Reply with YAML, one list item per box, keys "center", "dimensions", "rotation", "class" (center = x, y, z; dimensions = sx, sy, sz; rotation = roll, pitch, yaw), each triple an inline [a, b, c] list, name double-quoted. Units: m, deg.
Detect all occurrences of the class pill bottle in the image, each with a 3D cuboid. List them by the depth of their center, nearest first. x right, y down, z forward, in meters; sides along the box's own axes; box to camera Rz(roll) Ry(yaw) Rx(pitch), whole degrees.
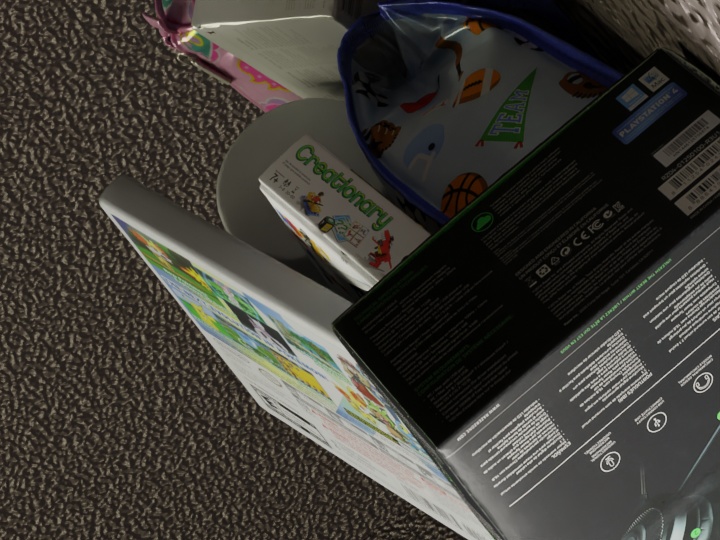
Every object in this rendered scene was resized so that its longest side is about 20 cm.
- center: [0.000, 0.000, 1.255]
  dimensions: [0.120, 0.119, 0.200]
  rotation: [50, 175, 32]
  class: "pill bottle"

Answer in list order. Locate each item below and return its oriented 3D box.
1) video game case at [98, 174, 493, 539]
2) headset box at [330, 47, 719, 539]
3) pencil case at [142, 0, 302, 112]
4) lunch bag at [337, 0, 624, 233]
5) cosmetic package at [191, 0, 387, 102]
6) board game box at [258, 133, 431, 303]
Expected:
- center: [-0.016, 0.048, 1.115]
  dimensions: [0.199, 0.022, 0.183]
  rotation: [29, 162, 41]
  class: "video game case"
- center: [0.117, 0.048, 0.960]
  dimensions: [0.200, 0.174, 0.093]
  rotation: [52, 177, -41]
  class: "headset box"
- center: [-0.030, -0.111, 1.325]
  dimensions: [0.200, 0.088, 0.087]
  rotation: [39, -174, -38]
  class: "pencil case"
- center: [0.085, -0.029, 1.092]
  dimensions: [0.200, 0.124, 0.170]
  rotation: [38, 169, 50]
  class: "lunch bag"
- center: [0.005, -0.112, 1.210]
  dimensions: [0.200, 0.082, 0.051]
  rotation: [28, -116, -57]
  class: "cosmetic package"
- center: [0.038, 0.036, 1.071]
  dimensions: [0.126, 0.035, 0.200]
  rotation: [40, 170, 40]
  class: "board game box"
